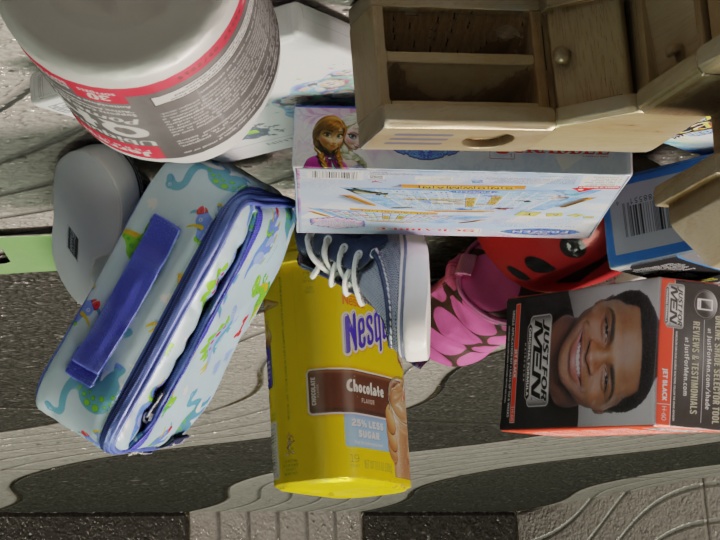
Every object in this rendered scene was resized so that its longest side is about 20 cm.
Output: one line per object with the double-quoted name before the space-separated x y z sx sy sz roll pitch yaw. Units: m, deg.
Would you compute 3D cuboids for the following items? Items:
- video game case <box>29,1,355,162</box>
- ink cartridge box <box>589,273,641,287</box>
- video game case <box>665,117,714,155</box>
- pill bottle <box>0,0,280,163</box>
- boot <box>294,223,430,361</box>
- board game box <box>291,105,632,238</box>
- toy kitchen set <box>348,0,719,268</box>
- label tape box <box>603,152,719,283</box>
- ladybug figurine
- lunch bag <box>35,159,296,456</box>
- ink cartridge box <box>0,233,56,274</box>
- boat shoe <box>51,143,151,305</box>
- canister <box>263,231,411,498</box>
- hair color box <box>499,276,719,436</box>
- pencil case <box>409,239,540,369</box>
"video game case" -0.061 -0.106 1.253 0.182 0.024 0.200 -11 167 29
"ink cartridge box" 0.243 -0.013 1.705 0.116 0.067 0.200 4 166 -29
"video game case" 0.277 -0.113 1.299 0.200 0.046 0.181 -12 165 34
"pill bottle" -0.095 -0.113 0.991 0.111 0.111 0.200 -5 168 4
"boot" 0.000 0.000 1.462 0.090 0.073 0.200 -2 -152 -1
"board game box" 0.057 -0.059 1.336 0.200 0.041 0.200 2 170 -2
"toy kitchen set" 0.115 -0.084 1.083 0.180 0.163 0.200 0 167 -19
"label tape box" 0.271 -0.031 1.423 0.144 0.063 0.200 -13 166 33
"ladybug figurine" 0.152 -0.032 1.533 0.136 0.072 0.200 -2 168 -11
"lunch bag" -0.125 0.024 1.402 0.082 0.200 0.161 30 -176 13
"ink cartridge box" -0.212 0.002 1.665 0.200 0.048 0.146 -6 169 -3
"boat shoe" -0.162 -0.038 1.446 0.068 0.072 0.200 -30 165 -22
"canister" -0.019 0.077 1.712 0.086 0.200 0.148 -9 168 25
"hair color box" 0.173 0.063 1.478 0.061 0.102 0.200 7 171 -26
"pencil case" 0.094 0.027 1.816 0.094 0.091 0.200 32 161 -4
